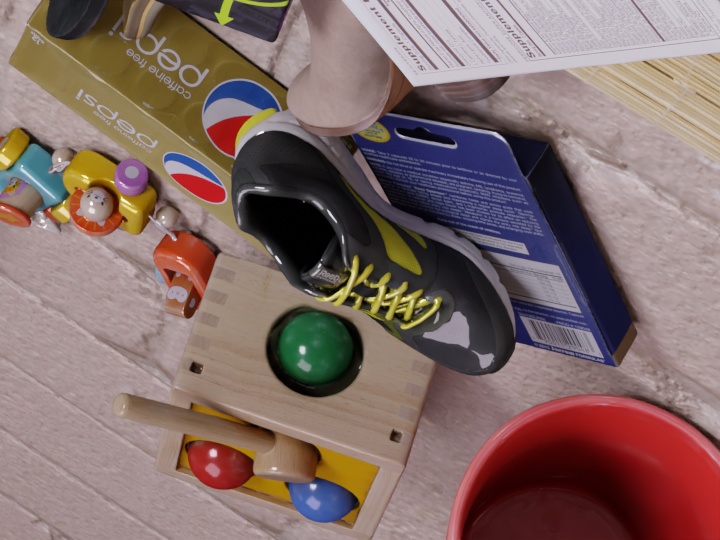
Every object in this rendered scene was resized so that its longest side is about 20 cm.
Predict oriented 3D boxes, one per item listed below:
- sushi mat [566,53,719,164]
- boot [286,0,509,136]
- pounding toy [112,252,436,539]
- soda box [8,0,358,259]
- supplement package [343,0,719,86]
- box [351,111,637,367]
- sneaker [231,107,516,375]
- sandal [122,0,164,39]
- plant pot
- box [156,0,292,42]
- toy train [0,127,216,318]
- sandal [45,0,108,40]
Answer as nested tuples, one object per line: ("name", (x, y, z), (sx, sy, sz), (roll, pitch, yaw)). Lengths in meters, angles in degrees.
("sushi mat", (0.157, -0.093, 1.221), (0.199, 0.012, 0.096), (32, 154, 3))
("boot", (-0.010, -0.146, 1.279), (0.199, 0.070, 0.147), (-6, 128, 53))
("pounding toy", (-0.057, 0.090, 1.612), (0.183, 0.143, 0.200), (18, 155, -1))
("soda box", (-0.104, -0.097, 1.464), (0.199, 0.068, 0.064), (36, 156, -5))
("supplement package", (0.077, -0.184, 0.988), (0.199, 0.152, 0.151), (-2, 138, 52))
("box", (0.073, -0.028, 1.417), (0.121, 0.033, 0.200), (14, 149, 36))
("sneaker", (0.000, 0.000, 1.392), (0.200, 0.085, 0.074), (39, 122, -9))
("sandal", (-0.087, -0.174, 1.316), (0.054, 0.081, 0.200), (10, 160, -18))
("plant pot", (0.136, 0.188, 1.570), (0.200, 0.201, 0.177), (34, 165, 0))
("box", (-0.086, -0.186, 1.159), (0.142, 0.036, 0.200), (20, 154, -2))
("toy train", (-0.179, -0.023, 1.705), (0.199, 0.056, 0.151), (18, 151, 29))
("sandal", (-0.146, -0.192, 1.335), (0.048, 0.076, 0.200), (10, 153, -19))
